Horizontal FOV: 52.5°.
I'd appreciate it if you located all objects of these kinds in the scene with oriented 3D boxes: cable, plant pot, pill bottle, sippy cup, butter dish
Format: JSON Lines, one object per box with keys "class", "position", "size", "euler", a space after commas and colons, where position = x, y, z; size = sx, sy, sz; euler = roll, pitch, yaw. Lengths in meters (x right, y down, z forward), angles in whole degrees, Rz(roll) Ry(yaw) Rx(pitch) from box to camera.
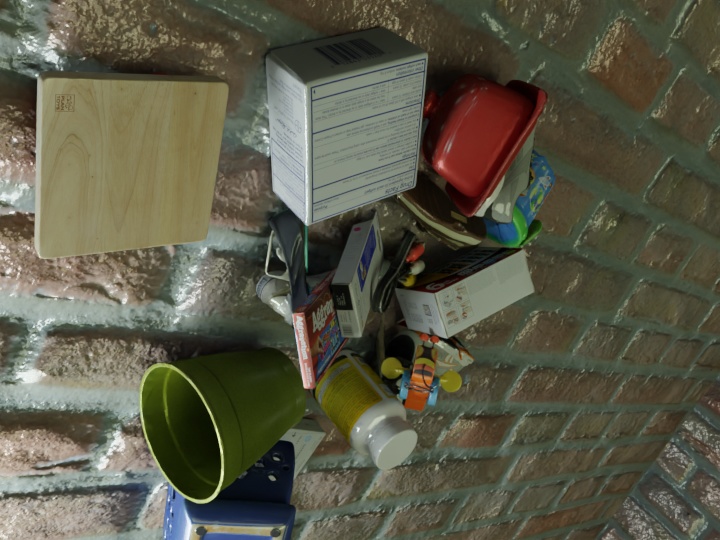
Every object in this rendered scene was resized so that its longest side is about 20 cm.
{"class": "cable", "position": [0.068, 0.001, 1.165], "size": [0.200, 0.050, 0.098], "euler": [-52, 156, -65]}
{"class": "plant pot", "position": [-0.204, 0.391, 1.141], "size": [0.197, 0.180, 0.203], "euler": [9, 111, -15]}
{"class": "plant pot", "position": [-0.189, 0.204, 1.077], "size": [0.192, 0.200, 0.203], "euler": [-18, 134, -46]}
{"class": "pill bottle", "position": [0.006, 0.238, 1.249], "size": [0.111, 0.200, 0.114], "euler": [-22, 135, -25]}
{"class": "sippy cup", "position": [0.252, -0.133, 1.225], "size": [0.131, 0.139, 0.178], "euler": [-48, 162, -14]}
{"class": "butter dish", "position": [0.147, -0.207, 1.052], "size": [0.147, 0.200, 0.201], "euler": [29, 106, -13]}

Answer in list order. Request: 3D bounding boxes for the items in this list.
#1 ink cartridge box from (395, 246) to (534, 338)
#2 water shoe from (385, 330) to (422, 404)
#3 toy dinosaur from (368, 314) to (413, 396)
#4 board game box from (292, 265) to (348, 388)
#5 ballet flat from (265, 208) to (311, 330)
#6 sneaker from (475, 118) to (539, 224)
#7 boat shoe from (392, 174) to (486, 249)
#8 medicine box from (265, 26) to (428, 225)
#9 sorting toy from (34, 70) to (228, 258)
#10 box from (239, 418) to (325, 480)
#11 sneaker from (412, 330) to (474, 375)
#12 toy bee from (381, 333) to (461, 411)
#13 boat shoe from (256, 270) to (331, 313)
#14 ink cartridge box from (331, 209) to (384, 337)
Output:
{"class": "ink cartridge box", "position": [0.170, 0.032, 1.291], "size": [0.198, 0.175, 0.085], "euler": [-25, 103, -25]}
{"class": "water shoe", "position": [0.087, 0.183, 1.384], "size": [0.078, 0.072, 0.202], "euler": [-17, 139, -35]}
{"class": "toy dinosaur", "position": [0.047, 0.175, 1.321], "size": [0.047, 0.088, 0.202], "euler": [-24, 137, -38]}
{"class": "board game box", "position": [-0.047, 0.072, 1.016], "size": [0.200, 0.019, 0.104], "euler": [-52, 135, -67]}
{"class": "ballet flat", "position": [-0.098, 0.015, 1.029], "size": [0.072, 0.073, 0.203], "euler": [-10, 96, -35]}
{"class": "sneaker", "position": [0.234, -0.165, 1.124], "size": [0.079, 0.074, 0.202], "euler": [26, 85, -12]}
{"class": "boat shoe", "position": [0.115, -0.084, 1.180], "size": [0.201, 0.076, 0.074], "euler": [29, 141, -33]}
{"class": "medicine box", "position": [-0.019, -0.188, 0.951], "size": [0.180, 0.103, 0.202], "euler": [-21, 135, -27]}
{"class": "sorting toy", "position": [-0.262, -0.127, 0.813], "size": [0.197, 0.070, 0.202], "euler": [-9, 127, -37]}
{"class": "box", "position": [-0.174, 0.326, 1.288], "size": [0.199, 0.041, 0.157], "euler": [20, 109, -47]}
{"class": "sneaker", "position": [0.147, 0.167, 1.418], "size": [0.092, 0.076, 0.200], "euler": [-46, 140, 7]}
{"class": "toy bee", "position": [0.111, 0.167, 1.217], "size": [0.129, 0.200, 0.110], "euler": [20, 70, -16]}
{"class": "boat shoe", "position": [-0.063, 0.043, 1.128], "size": [0.198, 0.070, 0.072], "euler": [7, 118, -44]}
{"class": "ink cartridge box", "position": [0.000, 0.000, 1.094], "size": [0.201, 0.037, 0.096], "euler": [-68, 153, -52]}
